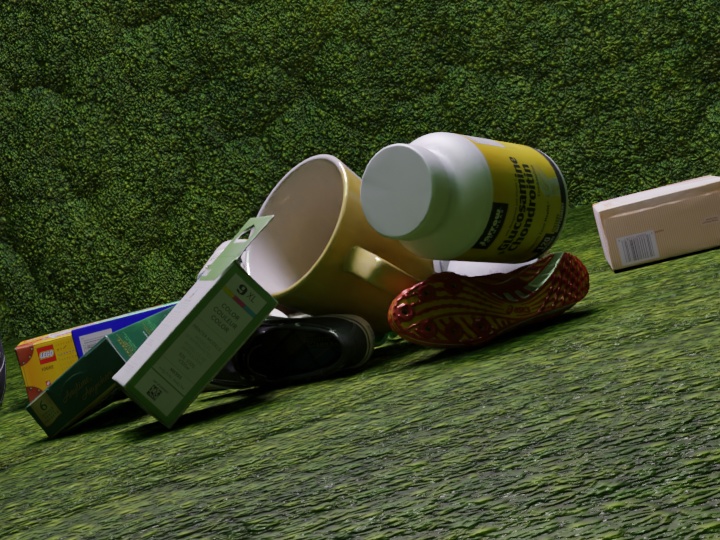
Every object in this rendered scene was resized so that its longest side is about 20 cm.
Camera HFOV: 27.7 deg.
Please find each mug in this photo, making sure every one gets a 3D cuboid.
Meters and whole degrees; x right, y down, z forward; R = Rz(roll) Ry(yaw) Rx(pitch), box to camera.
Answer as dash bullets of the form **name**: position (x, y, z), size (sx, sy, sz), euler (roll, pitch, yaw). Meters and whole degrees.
- **mug**: position (-0.006, 0.002, 1.404), size (0.153, 0.187, 0.149), euler (30, -60, -33)

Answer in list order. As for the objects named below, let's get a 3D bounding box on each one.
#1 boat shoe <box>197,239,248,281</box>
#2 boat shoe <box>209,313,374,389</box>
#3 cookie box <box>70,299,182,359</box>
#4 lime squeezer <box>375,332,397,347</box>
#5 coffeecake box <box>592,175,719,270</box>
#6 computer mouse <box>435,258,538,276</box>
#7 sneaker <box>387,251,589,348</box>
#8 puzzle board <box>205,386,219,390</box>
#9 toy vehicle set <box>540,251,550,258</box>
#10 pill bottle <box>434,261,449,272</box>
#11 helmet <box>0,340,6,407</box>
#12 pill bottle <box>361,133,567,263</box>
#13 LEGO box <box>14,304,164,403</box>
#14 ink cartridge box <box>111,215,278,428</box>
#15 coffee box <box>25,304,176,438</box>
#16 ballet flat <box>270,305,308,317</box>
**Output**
- **boat shoe**: position (-0.103, 0.001, 1.621), size (0.199, 0.071, 0.069), euler (-10, 24, 44)
- **boat shoe**: position (-0.085, 0.080, 1.368), size (0.199, 0.071, 0.066), euler (-4, 5, 27)
- **cookie box**: position (-0.237, 0.084, 1.730), size (0.170, 0.076, 0.200), euler (-15, -3, -2)
- **lime squeezer**: position (0.004, 0.062, 1.501), size (0.070, 0.038, 0.200), euler (-13, 4, 19)
- **coffeecake box**: position (0.358, -0.059, 1.715), size (0.152, 0.074, 0.200), euler (-14, 3, 8)
- **computer mouse**: position (0.108, 0.004, 1.499), size (0.044, 0.111, 0.199), euler (5, -3, -34)
- **sneaker**: position (0.114, 0.036, 1.320), size (0.199, 0.073, 0.077), euler (-9, -16, -23)
- **puzzle board**: position (-0.144, 0.106, 1.584), size (0.150, 0.018, 0.199), euler (-17, 4, -39)
- **toy vehicle set**: position (0.127, -0.029, 1.824), size (0.199, 0.125, 0.027), euler (-12, 36, 24)
- **pill bottle**: position (0.123, -0.017, 1.673), size (0.111, 0.113, 0.200), euler (-14, 3, -2)
- **helmet**: position (-0.414, 0.101, 1.283), size (0.199, 0.191, 0.201), euler (-32, 31, 22)
- **pill bottle**: position (0.093, -0.065, 1.323), size (0.111, 0.113, 0.199), euler (-12, -8, 39)
- **LEGO box**: position (-0.340, 0.108, 1.900), size (0.199, 0.078, 0.149), euler (-15, 3, -10)
- **ink cartridge box**: position (-0.133, 0.045, 1.311), size (0.200, 0.059, 0.104), euler (-50, 11, -10)
- **coffee box**: position (-0.246, 0.099, 1.489), size (0.123, 0.044, 0.200), euler (-39, -3, 16)
- **ballet flat**: position (-0.075, 0.057, 1.571), size (0.199, 0.068, 0.072), euler (-10, 19, -36)
